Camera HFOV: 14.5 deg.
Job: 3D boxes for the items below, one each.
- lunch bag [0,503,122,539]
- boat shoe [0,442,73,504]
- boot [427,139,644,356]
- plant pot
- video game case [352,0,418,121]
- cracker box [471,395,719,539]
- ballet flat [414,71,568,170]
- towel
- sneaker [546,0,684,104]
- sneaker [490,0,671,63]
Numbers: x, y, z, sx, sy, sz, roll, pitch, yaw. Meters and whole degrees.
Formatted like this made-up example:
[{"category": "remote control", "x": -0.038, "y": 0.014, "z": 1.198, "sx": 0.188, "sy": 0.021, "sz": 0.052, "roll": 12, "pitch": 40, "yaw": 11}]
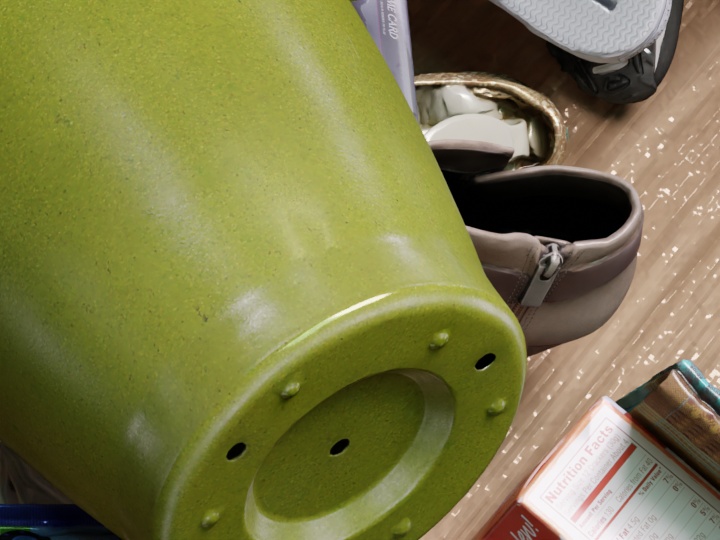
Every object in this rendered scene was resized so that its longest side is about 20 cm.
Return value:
[{"category": "lunch bag", "x": -0.103, "y": 0.153, "z": 0.913, "sx": 0.199, "sy": 0.151, "sz": 0.094, "roll": 5, "pitch": 23, "yaw": -5}, {"category": "boat shoe", "x": -0.141, "y": 0.063, "z": 0.978, "sx": 0.201, "sy": 0.086, "sz": 0.075, "roll": 3, "pitch": 64, "yaw": -15}, {"category": "boot", "x": 0.000, "y": 0.000, "z": 1.016, "sx": 0.199, "sy": 0.146, "sz": 0.070, "roll": -3, "pitch": 67, "yaw": -18}, {"category": "plant pot", "x": -0.053, "y": -0.003, "z": 0.875, "sx": 0.200, "sy": 0.201, "sz": 0.193, "roll": -21, "pitch": 52, "yaw": -25}, {"category": "video game case", "x": -0.071, "y": -0.131, "z": 1.045, "sx": 0.200, "sy": 0.019, "sz": 0.143, "roll": 20, "pitch": 43, "yaw": -24}, {"category": "cracker box", "x": 0.124, "y": 0.149, "z": 0.991, "sx": 0.200, "sy": 0.134, "sz": 0.058, "roll": 41, "pitch": 62, "yaw": 5}, {"category": "ballet flat", "x": -0.010, "y": -0.045, "z": 1.076, "sx": 0.199, "sy": 0.065, "sz": 0.071, "roll": -12, "pitch": 96, "yaw": -20}, {"category": "towel", "x": 0.147, "y": 0.091, "z": 0.991, "sx": 0.147, "sy": 0.200, "sz": 0.022, "roll": 40, "pitch": 81, "yaw": 4}, {"category": "sneaker", "x": 0.116, "y": -0.164, "z": 1.176, "sx": 0.079, "sy": 0.074, "sz": 0.201, "roll": 17, "pitch": 65, "yaw": -40}, {"category": "sneaker", "x": 0.034, "y": -0.149, "z": 1.095, "sx": 0.200, "sy": 0.071, "sz": 0.073, "roll": 41, "pitch": 100, "yaw": 2}]
